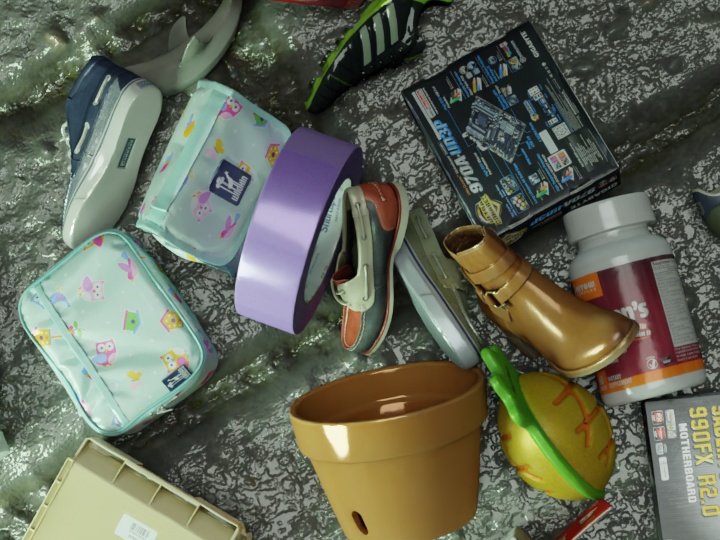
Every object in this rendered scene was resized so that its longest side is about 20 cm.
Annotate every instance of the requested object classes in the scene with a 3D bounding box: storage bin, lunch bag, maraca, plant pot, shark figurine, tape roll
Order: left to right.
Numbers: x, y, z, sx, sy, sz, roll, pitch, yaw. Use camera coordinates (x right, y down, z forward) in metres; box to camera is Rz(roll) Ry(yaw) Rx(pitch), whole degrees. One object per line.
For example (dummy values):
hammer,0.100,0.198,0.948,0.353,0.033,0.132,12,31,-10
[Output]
lunch bag,-0.258,0.071,1.572,0.160,0.077,0.201,-36,82,1
storage bin,-0.245,0.305,1.540,0.199,0.094,0.199,29,87,8
shark figurine,-0.170,-0.262,1.595,0.128,0.089,0.215,32,90,7
lunch bag,-0.150,-0.093,1.517,0.121,0.200,0.171,27,87,8
tape roll,-0.061,-0.040,1.502,0.065,0.200,0.201,19,86,8
plant pot,0.039,0.186,1.483,0.199,0.200,0.141,-11,99,5
maraca,0.183,0.152,1.472,0.107,0.137,0.200,-38,121,11

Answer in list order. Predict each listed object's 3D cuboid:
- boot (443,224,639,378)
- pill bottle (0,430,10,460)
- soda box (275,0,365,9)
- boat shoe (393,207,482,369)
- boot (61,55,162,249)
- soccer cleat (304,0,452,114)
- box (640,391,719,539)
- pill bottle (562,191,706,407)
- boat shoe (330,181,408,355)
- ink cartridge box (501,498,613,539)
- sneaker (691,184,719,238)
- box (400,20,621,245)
boot,0.167,0.023,1.435,0.074,0.200,0.155,-47,111,-22
pill bottle,-0.453,0.123,1.570,0.110,0.111,0.201,-30,82,2
soda box,-0.085,-0.327,1.558,0.199,0.063,0.071,3,70,-21
boat shoe,0.078,0.011,1.525,0.062,0.072,0.201,-28,59,-4
boot,-0.288,-0.127,1.601,0.090,0.073,0.201,33,102,28
soccer cleat,0.019,-0.238,1.585,0.081,0.068,0.200,39,89,-5
box,0.376,0.223,1.507,0.157,0.048,0.202,-6,84,6
pill bottle,0.274,0.030,1.506,0.109,0.110,0.201,-15,83,4
boat shoe,0.000,0.000,1.518,0.062,0.071,0.201,-7,125,-27
ink cartridge box,0.164,0.272,1.447,0.176,0.200,0.045,-45,81,0
sneaker,0.426,-0.115,1.526,0.090,0.067,0.200,44,93,3
box,0.155,-0.140,1.546,0.158,0.046,0.201,-29,68,2
